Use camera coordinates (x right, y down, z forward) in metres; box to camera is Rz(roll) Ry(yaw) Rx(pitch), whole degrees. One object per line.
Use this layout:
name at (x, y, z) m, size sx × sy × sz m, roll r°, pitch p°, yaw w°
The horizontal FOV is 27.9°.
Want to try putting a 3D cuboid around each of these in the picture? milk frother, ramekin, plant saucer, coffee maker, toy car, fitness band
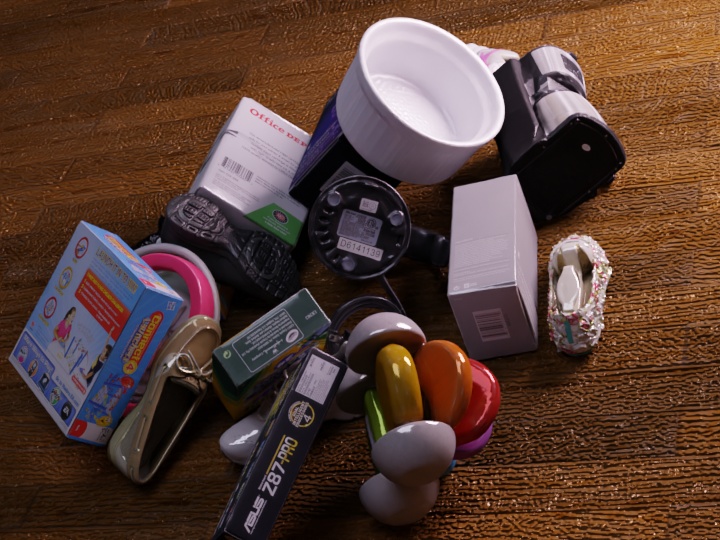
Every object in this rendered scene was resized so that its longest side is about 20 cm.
milk frother at (0.000, 0.000, 1.718) m, size 0.201 × 0.180 × 0.188 m, roll -56°, pitch 1°, yaw 2°
ramekin at (0.066, -0.201, 1.769) m, size 0.098 × 0.200 × 0.201 m, roll -51°, pitch 13°, yaw 44°
plant saucer at (-0.247, 0.069, 1.782) m, size 0.199 × 0.050 × 0.202 m, roll -8°, pitch 72°, yaw 26°
coffee maker at (0.209, -0.167, 1.801) m, size 0.191 × 0.135 × 0.201 m, roll -21°, pitch 35°, yaw 5°
toy car at (0.064, 0.144, 1.454) m, size 0.149 × 0.201 × 0.176 m, roll -7°, pitch 57°, yaw -14°
fitness band at (-0.250, 0.079, 1.734) m, size 0.143 × 0.037 × 0.201 m, roll 16°, pitch 85°, yaw 29°

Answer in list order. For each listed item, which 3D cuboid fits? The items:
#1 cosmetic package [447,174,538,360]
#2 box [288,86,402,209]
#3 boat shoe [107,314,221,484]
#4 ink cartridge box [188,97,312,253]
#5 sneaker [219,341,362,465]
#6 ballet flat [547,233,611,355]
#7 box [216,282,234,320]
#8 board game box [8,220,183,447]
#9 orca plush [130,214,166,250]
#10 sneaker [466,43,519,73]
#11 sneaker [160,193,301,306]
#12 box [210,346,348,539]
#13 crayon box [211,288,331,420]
cosmetic package at (0.152, -0.006, 1.654) m, size 0.090 × 0.107 × 0.201 m, roll -10°, pitch 40°, yaw 18°
box at (0.007, -0.175, 1.892) m, size 0.148 × 0.104 × 0.201 m, roll -44°, pitch 19°, yaw 42°
boat shoe at (-0.212, 0.147, 1.648) m, size 0.063 × 0.073 × 0.201 m, roll 25°, pitch 79°, yaw 51°
ink cartridge box at (-0.137, -0.111, 1.902) m, size 0.084 × 0.145 × 0.201 m, roll -48°, pitch 15°, yaw 42°
sneaker at (-0.072, 0.142, 1.604) m, size 0.199 × 0.087 × 0.075 m, roll -30°, pitch 40°, yaw -7°
ballet flat at (0.241, 0.010, 1.620) m, size 0.075 × 0.064 × 0.201 m, roll -13°, pitch 37°, yaw 15°
box at (-0.219, 0.009, 1.896) m, size 0.118 × 0.042 × 0.201 m, roll -9°, pitch 41°, yaw 18°
board game box at (-0.314, 0.071, 1.700) m, size 0.200 × 0.056 × 0.197 m, roll 38°, pitch 101°, yaw 49°
orca plush at (-0.316, 0.008, 1.875) m, size 0.201 × 0.071 × 0.105 m, roll -56°, pitch 22°, yaw -10°
sneaker at (0.165, -0.246, 1.970) m, size 0.088 × 0.082 × 0.201 m, roll -2°, pitch 42°, yaw 29°
sneaker at (-0.163, -0.014, 1.815) m, size 0.199 × 0.091 × 0.076 m, roll 36°, pitch 49°, yaw 1°
box at (-0.084, 0.188, 1.459) m, size 0.049 × 0.161 × 0.201 m, roll 26°, pitch 72°, yaw -2°
crayon box at (-0.103, 0.101, 1.634) m, size 0.125 × 0.200 × 0.052 m, roll -35°, pitch 79°, yaw -15°
